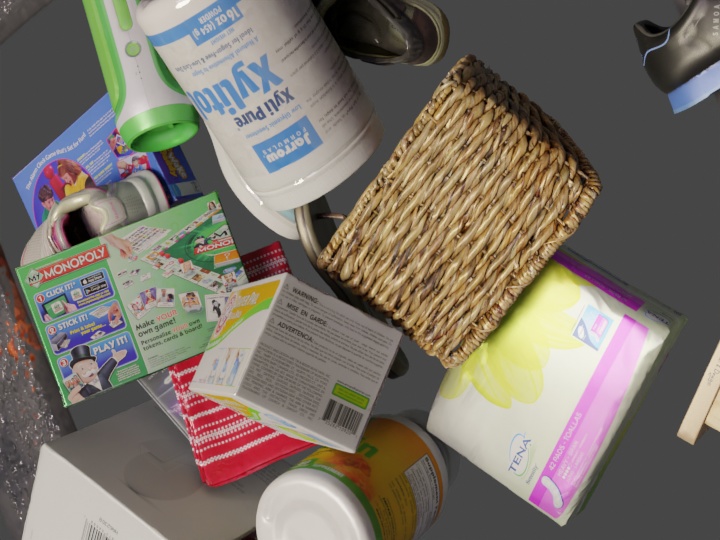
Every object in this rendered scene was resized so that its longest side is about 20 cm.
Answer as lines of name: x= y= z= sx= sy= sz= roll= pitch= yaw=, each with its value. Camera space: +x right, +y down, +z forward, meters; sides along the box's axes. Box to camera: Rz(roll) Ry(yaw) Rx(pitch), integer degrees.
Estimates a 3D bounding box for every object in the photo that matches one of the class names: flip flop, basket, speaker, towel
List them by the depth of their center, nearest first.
basket: x=0.083 y=-0.050 z=0.935 sx=0.148 sy=0.143 sz=0.201 roll=36 pitch=110 yaw=-1
flip flop: x=0.000 y=0.000 z=1.035 sx=0.057 sy=0.081 sz=0.202 roll=-28 pitch=89 yaw=16
towel: x=-0.110 y=0.087 z=1.091 sx=0.142 sy=0.023 sz=0.203 roll=-19 pitch=77 yaw=-3
speaker: x=-0.216 y=-0.221 z=1.112 sx=0.088 sy=0.088 sz=0.203 roll=-24 pitch=78 yaw=33

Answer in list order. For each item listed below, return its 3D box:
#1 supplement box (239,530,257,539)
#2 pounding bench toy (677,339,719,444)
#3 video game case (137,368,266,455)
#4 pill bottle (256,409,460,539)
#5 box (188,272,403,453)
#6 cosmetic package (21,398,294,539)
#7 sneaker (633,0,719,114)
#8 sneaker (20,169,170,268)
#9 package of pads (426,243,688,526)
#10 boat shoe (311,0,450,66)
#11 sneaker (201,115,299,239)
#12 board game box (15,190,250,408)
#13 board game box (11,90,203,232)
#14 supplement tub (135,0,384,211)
supplement box: x=-0.076 y=0.290 z=1.060 sx=0.060 sy=0.199 sz=0.111 roll=23 pitch=111 yaw=26
pounding bench toy: x=0.341 y=0.051 z=0.791 sx=0.155 sy=0.124 sz=0.203 roll=28 pitch=113 yaw=25
video game case: x=-0.149 y=0.077 z=1.128 sx=0.143 sy=0.019 sz=0.200 roll=-43 pitch=73 yaw=-8
pill bottle: x=0.008 y=0.190 z=0.984 sx=0.109 sy=0.199 sz=0.113 roll=8 pitch=107 yaw=28
box: x=-0.061 y=0.077 z=0.965 sx=0.111 sy=0.200 sz=0.103 roll=27 pitch=78 yaw=-14
cosmetic package: x=-0.181 y=0.236 z=1.119 sx=0.198 sy=0.199 sz=0.125 roll=30 pitch=116 yaw=24
sneaker: x=0.284 y=-0.193 z=0.814 sx=0.199 sy=0.070 sz=0.079 roll=-34 pitch=87 yaw=34
sneaker: x=-0.284 y=-0.036 z=1.145 sx=0.199 sy=0.088 sz=0.082 roll=-32 pitch=83 yaw=33
package of pads: x=0.153 y=0.086 z=0.953 sx=0.153 sy=0.068 sz=0.203 roll=33 pitch=115 yaw=23
boat shoe: x=-0.018 y=-0.225 z=1.005 sx=0.199 sy=0.066 sz=0.073 roll=25 pitch=114 yaw=28
sneaker: x=-0.089 y=-0.129 z=1.065 sx=0.082 sy=0.073 sz=0.202 roll=-37 pitch=79 yaw=37
board game box: x=-0.201 y=0.026 z=1.068 sx=0.197 sy=0.029 sz=0.137 roll=-21 pitch=87 yaw=-6
board game box: x=-0.268 y=-0.088 z=1.206 sx=0.199 sy=0.045 sz=0.136 roll=-31 pitch=82 yaw=33
supplement tub: x=-0.081 y=-0.166 z=0.955 sx=0.130 sy=0.133 sz=0.201 roll=-18 pitch=118 yaw=33
